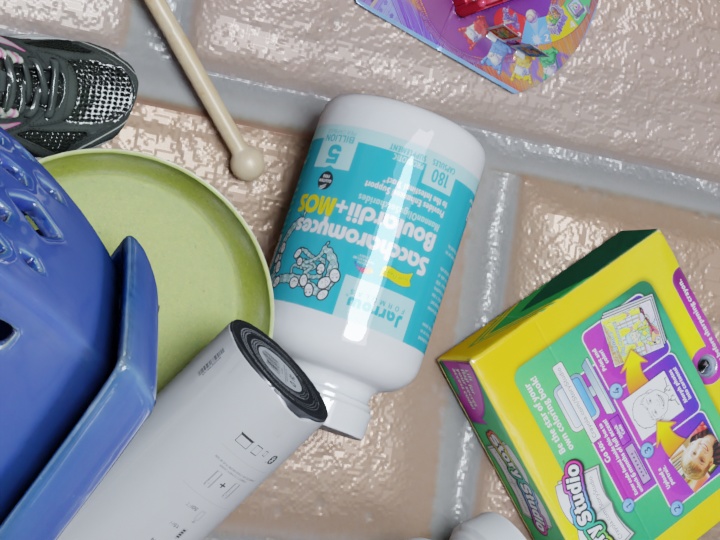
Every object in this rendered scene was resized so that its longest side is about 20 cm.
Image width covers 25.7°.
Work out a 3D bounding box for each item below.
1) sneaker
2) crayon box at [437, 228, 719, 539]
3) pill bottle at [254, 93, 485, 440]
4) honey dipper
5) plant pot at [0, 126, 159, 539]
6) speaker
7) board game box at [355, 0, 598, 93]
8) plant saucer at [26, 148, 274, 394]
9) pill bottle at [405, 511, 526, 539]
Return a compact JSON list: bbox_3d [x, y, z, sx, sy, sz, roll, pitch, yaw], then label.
[{"bbox_3d":[-0.222,-0.103,0.907,0.199,0.086,0.081,-2,92,-23],"label":"sneaker"},{"bbox_3d":[0.174,0.101,1.088,0.172,0.058,0.201,-32,101,-19],"label":"crayon box"},{"bbox_3d":[0.000,0.000,0.987,0.110,0.111,0.201,21,81,-21],"label":"pill bottle"},{"bbox_3d":[-0.112,-0.144,0.982,0.038,0.038,0.201,-35,104,-19],"label":"honey dipper"},{"bbox_3d":[-0.213,0.045,0.815,0.179,0.200,0.200,34,104,-19],"label":"plant pot"},{"bbox_3d":[-0.115,0.125,0.912,0.081,0.081,0.200,42,100,-17],"label":"speaker"},{"bbox_3d":[0.088,-0.221,1.064,0.199,0.039,0.159,27,79,-21],"label":"board game box"},{"bbox_3d":[-0.151,0.023,0.937,0.198,0.031,0.202,-2,106,-8],"label":"plant saucer"},{"bbox_3d":[0.020,0.240,0.990,0.199,0.116,0.117,-25,99,-22],"label":"pill bottle"}]
